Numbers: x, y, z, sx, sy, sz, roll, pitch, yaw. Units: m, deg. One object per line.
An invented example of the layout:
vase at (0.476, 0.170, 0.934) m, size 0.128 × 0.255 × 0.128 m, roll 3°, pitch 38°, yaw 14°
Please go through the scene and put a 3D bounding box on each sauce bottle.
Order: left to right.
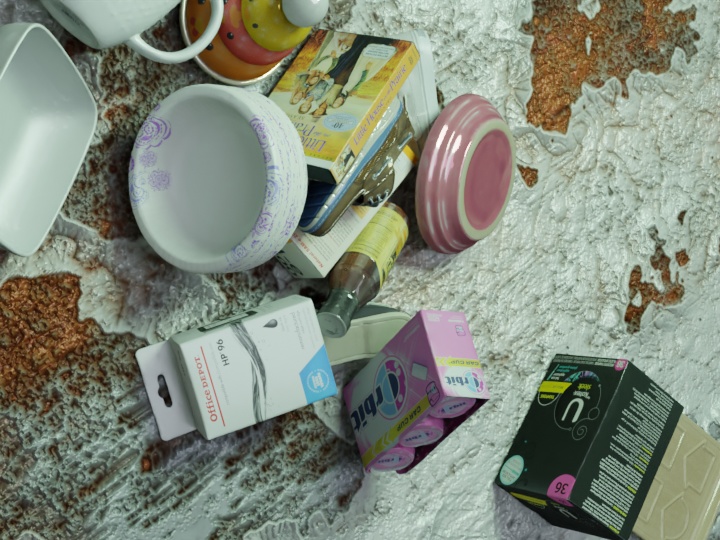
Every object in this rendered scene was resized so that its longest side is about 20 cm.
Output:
sauce bottle at (0.000, 0.000, 1.615) m, size 0.066 × 0.066 × 0.200 m, roll 50°, pitch 45°, yaw -22°

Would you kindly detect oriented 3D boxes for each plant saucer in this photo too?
plant saucer at (0.138, -0.116, 1.699) m, size 0.200 × 0.051 × 0.202 m, roll -29°, pitch 125°, yaw -51°

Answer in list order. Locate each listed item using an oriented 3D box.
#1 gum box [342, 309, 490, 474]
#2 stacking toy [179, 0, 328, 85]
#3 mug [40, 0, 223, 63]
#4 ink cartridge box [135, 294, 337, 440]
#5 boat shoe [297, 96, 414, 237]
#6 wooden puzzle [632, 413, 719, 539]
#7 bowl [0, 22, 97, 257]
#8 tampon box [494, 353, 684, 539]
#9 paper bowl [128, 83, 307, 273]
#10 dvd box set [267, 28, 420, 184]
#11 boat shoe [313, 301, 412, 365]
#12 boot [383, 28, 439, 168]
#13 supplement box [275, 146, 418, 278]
gum box at (0.059, 0.147, 1.604) m, size 0.066 × 0.200 × 0.114 m, roll 6°, pitch 54°, yaw -32°
stacking toy at (-0.099, -0.288, 1.512) m, size 0.145 × 0.200 × 0.147 m, roll 1°, pitch 88°, yaw -33°
mug at (-0.234, -0.311, 1.456) m, size 0.200 × 0.147 × 0.176 m, roll 44°, pitch 77°, yaw -18°
ink cartridge box at (-0.139, 0.114, 1.535) m, size 0.199 × 0.068 × 0.117 m, roll -19°, pitch 100°, yaw -16°
boat shoe at (0.004, -0.110, 1.564) m, size 0.072 × 0.072 × 0.201 m, roll 44°, pitch 69°, yaw -27°
wooden puzzle at (0.426, 0.294, 1.936) m, size 0.200 × 0.046 × 0.186 m, roll 35°, pitch 71°, yaw -22°
bowl at (-0.358, -0.132, 1.378) m, size 0.200 × 0.074 × 0.201 m, roll 65°, pitch 41°, yaw -63°
tampon box at (0.299, 0.229, 1.790) m, size 0.126 × 0.150 × 0.201 m, roll 37°, pitch 71°, yaw -27°
paper bowl at (-0.146, -0.098, 1.490) m, size 0.104 × 0.199 × 0.202 m, roll -6°, pitch 93°, yaw -60°
dvd box set at (-0.039, -0.193, 1.574) m, size 0.201 × 0.146 × 0.029 m, roll -57°, pitch 142°, yaw -25°
boat shoe at (-0.034, 0.071, 1.636) m, size 0.199 × 0.063 × 0.073 m, roll -1°, pitch 109°, yaw -15°
boot at (0.047, -0.192, 1.692) m, size 0.095 × 0.074 × 0.201 m, roll -11°, pitch 107°, yaw -6°
supplement box at (-0.041, -0.104, 1.622) m, size 0.126 × 0.073 × 0.200 m, roll 49°, pitch 66°, yaw -22°
